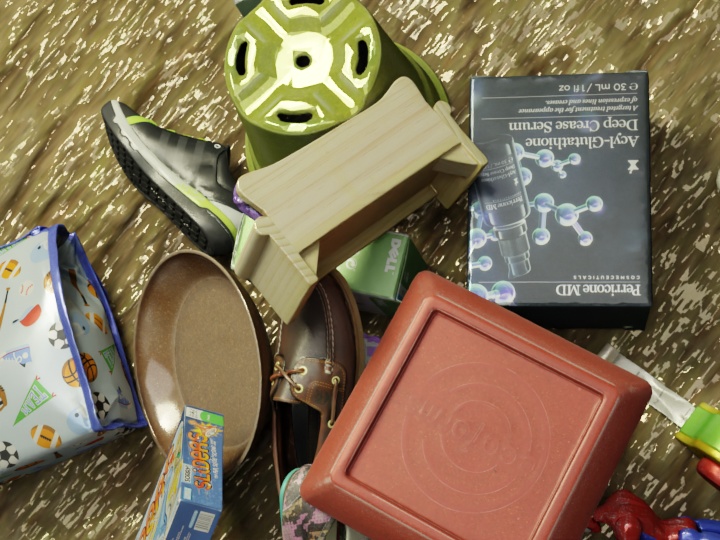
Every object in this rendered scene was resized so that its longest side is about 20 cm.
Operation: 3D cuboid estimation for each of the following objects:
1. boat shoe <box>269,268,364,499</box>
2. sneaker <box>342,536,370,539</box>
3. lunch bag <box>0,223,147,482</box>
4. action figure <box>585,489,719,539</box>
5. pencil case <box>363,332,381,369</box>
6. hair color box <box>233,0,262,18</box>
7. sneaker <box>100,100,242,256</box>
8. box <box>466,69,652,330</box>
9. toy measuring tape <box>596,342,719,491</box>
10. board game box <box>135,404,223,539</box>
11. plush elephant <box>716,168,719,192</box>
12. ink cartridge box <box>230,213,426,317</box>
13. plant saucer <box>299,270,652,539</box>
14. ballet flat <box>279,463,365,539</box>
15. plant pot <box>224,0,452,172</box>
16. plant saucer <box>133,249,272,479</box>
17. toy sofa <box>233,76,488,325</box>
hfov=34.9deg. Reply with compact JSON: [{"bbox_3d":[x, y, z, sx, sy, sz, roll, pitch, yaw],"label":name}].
[{"bbox_3d":[-0.039,0.097,0.923,0.070,0.070,0.201,5,104,43],"label":"boat shoe"},{"bbox_3d":[0.059,0.211,0.911,0.200,0.081,0.089,15,64,50],"label":"sneaker"},{"bbox_3d":[-0.307,0.077,1.027,0.170,0.124,0.201,-23,80,8],"label":"lunch bag"},{"bbox_3d":[0.256,0.232,0.901,0.199,0.065,0.099,13,109,2],"label":"action figure"},{"bbox_3d":[0.074,0.098,0.935,0.199,0.084,0.086,1,90,33],"label":"pencil case"},{"bbox_3d":[-0.101,-0.350,1.119,0.099,0.061,0.200,-22,73,6],"label":"hair color box"},{"bbox_3d":[-0.161,-0.095,1.077,0.083,0.072,0.200,-38,73,-20],"label":"sneaker"},{"bbox_3d":[0.168,-0.056,0.969,0.148,0.107,0.201,-1,77,11],"label":"box"},{"bbox_3d":[0.274,0.123,0.924,0.200,0.074,0.074,39,87,17],"label":"toy measuring tape"},{"bbox_3d":[-0.157,0.227,0.915,0.034,0.135,0.200,17,110,-14],"label":"board game box"},{"bbox_3d":[0.382,-0.100,0.921,0.165,0.200,0.155,-42,49,-14],"label":"plush elephant"},{"bbox_3d":[0.000,0.000,0.991,0.199,0.104,0.059,11,80,14],"label":"ink cartridge box"},{"bbox_3d":[0.083,0.123,0.835,0.199,0.037,0.200,27,80,14],"label":"plant saucer"},{"bbox_3d":[-0.028,0.244,0.908,0.071,0.069,0.201,18,122,25],"label":"ballet flat"},{"bbox_3d":[-0.029,-0.148,0.991,0.200,0.184,0.201,-3,76,10],"label":"plant pot"},{"bbox_3d":[-0.132,0.081,0.990,0.200,0.037,0.201,6,98,48],"label":"plant saucer"},{"bbox_3d":[-0.008,-0.057,0.890,0.200,0.083,0.098,-36,81,-27],"label":"toy sofa"}]
